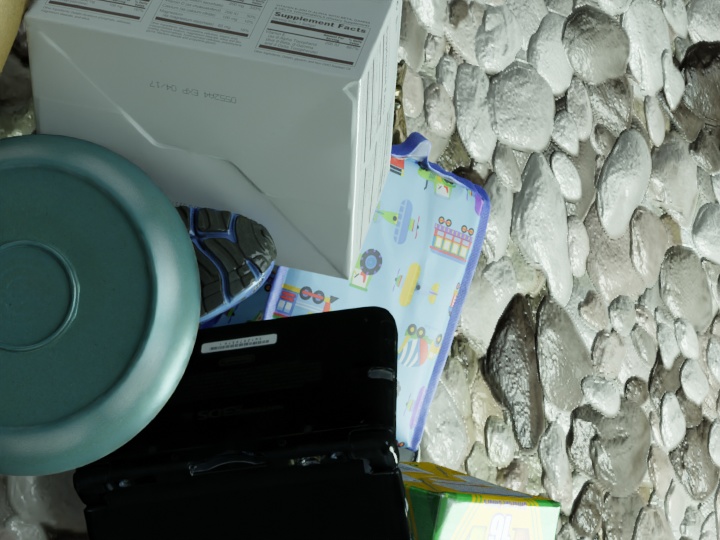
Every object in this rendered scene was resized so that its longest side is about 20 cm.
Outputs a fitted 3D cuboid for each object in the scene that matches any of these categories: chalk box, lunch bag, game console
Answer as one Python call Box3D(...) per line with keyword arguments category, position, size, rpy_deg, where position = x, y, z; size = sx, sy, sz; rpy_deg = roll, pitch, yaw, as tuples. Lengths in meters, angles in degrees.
Box3D(category="chalk box", position=(0.031, 0.232, 1.217), size=(0.124, 0.123, 0.202), rpy_deg=(9, 91, -46))
Box3D(category="lunch bag", position=(0.000, 0.000, 1.275), size=(0.150, 0.094, 0.201), rpy_deg=(20, 98, -31))
Box3D(category="game console", position=(-0.065, 0.131, 1.167), size=(0.177, 0.198, 0.117), rpy_deg=(-88, 166, -45))

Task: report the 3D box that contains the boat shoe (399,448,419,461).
Box3D(category="boat shoe", position=(-0.016, 0.142, 1.332), size=(0.199, 0.062, 0.075), rpy_deg=(-6, 83, -50))

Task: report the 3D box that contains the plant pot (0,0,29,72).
Box3D(category="plant pot", position=(-0.268, -0.150, 1.057), size=(0.186, 0.186, 0.202), rpy_deg=(9, 89, -47))

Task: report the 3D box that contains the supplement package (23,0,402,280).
Box3D(category="supplement package", position=(-0.085, -0.104, 1.135), size=(0.111, 0.198, 0.157), rpy_deg=(-69, 167, -45))

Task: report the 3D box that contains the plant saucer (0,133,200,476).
Box3D(category="plant saucer", position=(-0.192, 0.016, 1.081), size=(0.027, 0.198, 0.202), rpy_deg=(71, 16, -79))

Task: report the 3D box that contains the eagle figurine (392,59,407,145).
Box3D(category="eagle figurine", position=(-0.057, -0.099, 1.322), size=(0.198, 0.152, 0.152), rpy_deg=(-6, 39, -20))

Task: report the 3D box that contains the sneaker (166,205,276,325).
Box3D(category="sneaker", position=(-0.137, 0.018, 1.143), size=(0.078, 0.199, 0.076), rpy_deg=(13, 57, -68))
